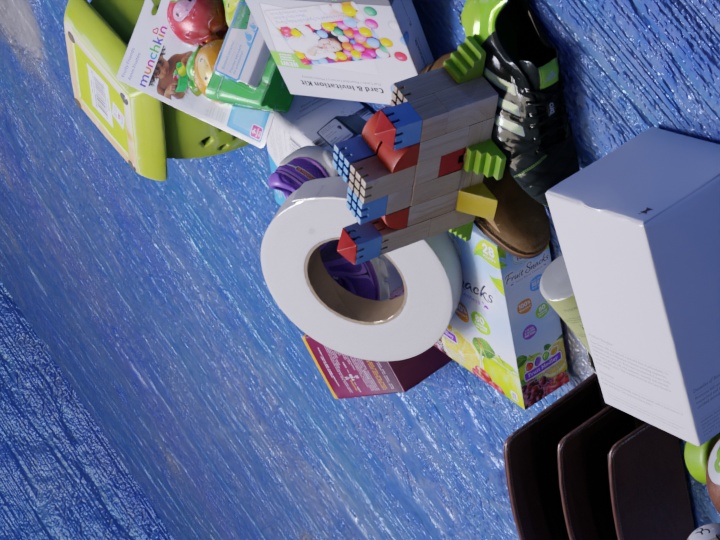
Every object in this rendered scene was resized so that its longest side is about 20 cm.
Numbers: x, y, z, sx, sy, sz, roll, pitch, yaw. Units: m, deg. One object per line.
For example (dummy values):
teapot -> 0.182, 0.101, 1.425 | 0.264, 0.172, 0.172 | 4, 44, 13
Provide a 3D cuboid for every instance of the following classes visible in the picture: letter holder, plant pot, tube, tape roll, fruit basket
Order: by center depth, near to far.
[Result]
tube -> 0.223, 0.061, 1.440 | 0.200, 0.052, 0.058 | 46, 167, -36
letter holder -> 0.226, 0.222, 1.614 | 0.100, 0.142, 0.201 | 30, 144, 50
tape roll -> 0.000, 0.000, 1.647 | 0.201, 0.037, 0.204 | 14, 132, 16
fruit basket -> -0.149, -0.248, 1.761 | 0.199, 0.186, 0.094 | 26, -170, 18
plant pot -> -0.223, -0.236, 1.944 | 0.199, 0.181, 0.201 | 48, 156, 24

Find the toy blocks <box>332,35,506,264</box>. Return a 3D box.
toy blocks -> 0.038, -0.090, 1.457 | 0.100, 0.136, 0.201 | 53, 151, 34

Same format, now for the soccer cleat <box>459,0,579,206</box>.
soccer cleat -> 0.143, -0.146, 1.436 | 0.081, 0.067, 0.201 | 2, 117, 62

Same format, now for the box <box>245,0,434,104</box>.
box -> -0.024, -0.233, 1.562 | 0.155, 0.041, 0.200 | 9, 149, 26

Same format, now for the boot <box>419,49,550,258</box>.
boot -> 0.120, -0.105, 1.533 | 0.201, 0.073, 0.075 | 63, 150, -1

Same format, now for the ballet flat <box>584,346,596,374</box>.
ballet flat -> 0.221, 0.023, 1.476 | 0.072, 0.072, 0.201 | 42, 152, 36

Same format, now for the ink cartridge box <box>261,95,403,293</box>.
ink cartridge box -> -0.011, -0.092, 1.797 | 0.200, 0.086, 0.147 | 40, 151, 35

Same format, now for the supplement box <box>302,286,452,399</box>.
supplement box -> 0.030, 0.077, 1.889 | 0.086, 0.110, 0.200 | 61, 158, -6

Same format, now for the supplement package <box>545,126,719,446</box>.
supplement package -> 0.247, 0.010, 1.335 | 0.121, 0.119, 0.201 | 25, 140, 55

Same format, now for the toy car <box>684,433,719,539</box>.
toy car -> 0.297, 0.229, 1.396 | 0.159, 0.199, 0.164 | 63, 157, -11

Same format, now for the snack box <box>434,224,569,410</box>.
snack box -> 0.119, 0.012, 1.679 | 0.168, 0.067, 0.201 | 33, 144, 47

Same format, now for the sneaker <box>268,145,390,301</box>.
sneaker -> -0.038, -0.025, 1.722 | 0.080, 0.083, 0.201 | 8, 127, 61
